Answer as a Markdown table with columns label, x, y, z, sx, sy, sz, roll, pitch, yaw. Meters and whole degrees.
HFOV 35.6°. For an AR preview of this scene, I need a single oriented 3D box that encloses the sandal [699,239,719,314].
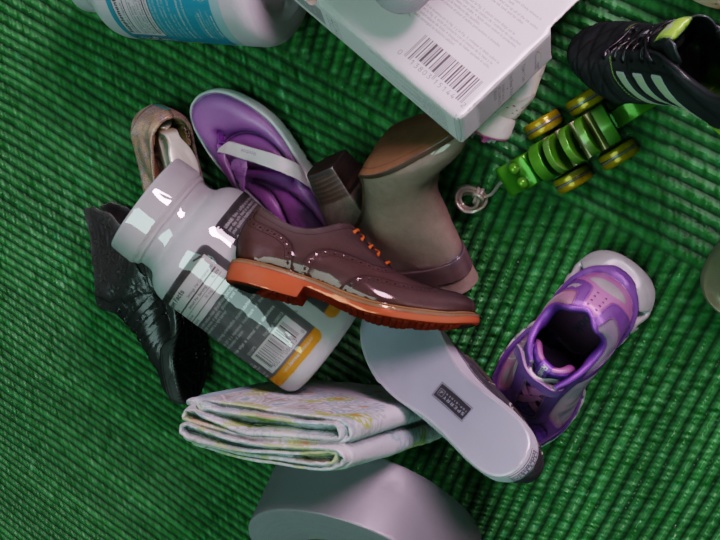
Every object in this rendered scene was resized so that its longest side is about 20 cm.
| label | x | y | z | sx | sy | sz | roll | pitch | yaw |
| --- | --- | --- | --- | --- | --- | --- | --- | --- | --- |
| sandal | 0.288 | -0.027 | 0.759 | 0.080 | 0.057 | 0.201 | 37 | 139 | 21 |

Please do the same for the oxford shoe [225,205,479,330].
| label | x | y | z | sx | sy | sz | roll | pitch | yaw |
| --- | --- | --- | --- | --- | --- | --- | --- | --- | --- |
| oxford shoe | 0.000 | 0.000 | 0.872 | 0.200 | 0.071 | 0.073 | 14 | 80 | -3 |

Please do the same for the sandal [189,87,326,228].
| label | x | y | z | sx | sy | sz | roll | pitch | yaw |
| --- | --- | --- | --- | --- | --- | --- | --- | --- | --- |
| sandal | -0.082 | -0.079 | 0.989 | 0.203 | 0.050 | 0.082 | 48 | 125 | 3 |

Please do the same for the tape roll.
| label | x | y | z | sx | sy | sz | roll | pitch | yaw |
| --- | --- | --- | --- | --- | --- | --- | --- | --- | --- |
| tape roll | 0.004 | 0.238 | 0.999 | 0.200 | 0.066 | 0.200 | 17 | 146 | 12 |

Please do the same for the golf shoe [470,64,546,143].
| label | x | y | z | sx | sy | sz | roll | pitch | yaw |
| --- | --- | --- | --- | --- | --- | --- | --- | --- | --- |
| golf shoe | 0.056 | -0.187 | 0.862 | 0.200 | 0.075 | 0.092 | 40 | 111 | 6 |

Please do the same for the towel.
| label | x | y | z | sx | sy | sz | roll | pitch | yaw |
| --- | --- | --- | --- | --- | --- | --- | --- | --- | --- |
| towel | -0.032 | 0.128 | 0.953 | 0.171 | 0.200 | 0.048 | 4 | 94 | 31 |

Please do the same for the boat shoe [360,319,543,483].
| label | x | y | z | sx | sy | sz | roll | pitch | yaw |
| --- | --- | --- | --- | --- | --- | --- | --- | --- | --- |
| boat shoe | 0.076 | 0.098 | 0.908 | 0.070 | 0.066 | 0.200 | -49 | 55 | 0 |

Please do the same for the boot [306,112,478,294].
| label | x | y | z | sx | sy | sz | roll | pitch | yaw |
| --- | --- | --- | --- | --- | --- | --- | --- | --- | --- |
| boot | 0.048 | -0.041 | 0.897 | 0.200 | 0.070 | 0.146 | -9 | 125 | 53 |

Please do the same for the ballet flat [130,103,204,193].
| label | x | y | z | sx | sy | sz | roll | pitch | yaw |
| --- | --- | --- | --- | --- | --- | --- | --- | --- | --- |
| ballet flat | -0.164 | -0.054 | 1.032 | 0.067 | 0.068 | 0.200 | 4 | 113 | 53 |

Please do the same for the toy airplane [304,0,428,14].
| label | x | y | z | sx | sy | sz | roll | pitch | yaw |
| --- | --- | --- | --- | --- | --- | --- | --- | --- | --- |
| toy airplane | 0.029 | -0.231 | 0.716 | 0.200 | 0.199 | 0.141 | 5 | 121 | 22 |

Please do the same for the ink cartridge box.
| label | x | y | z | sx | sy | sz | roll | pitch | yaw |
| --- | --- | --- | --- | --- | --- | --- | --- | --- | --- |
| ink cartridge box | 0.063 | -0.218 | 0.810 | 0.176 | 0.045 | 0.200 | -44 | 70 | -6 |

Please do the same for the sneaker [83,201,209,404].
| label | x | y | z | sx | sy | sz | roll | pitch | yaw |
| --- | --- | --- | --- | --- | --- | --- | --- | --- | --- |
| sneaker | -0.215 | 0.032 | 1.111 | 0.104 | 0.060 | 0.200 | 1 | 104 | 29 |

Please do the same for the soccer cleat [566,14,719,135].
| label | x | y | z | sx | sy | sz | roll | pitch | yaw |
| --- | --- | --- | --- | --- | --- | --- | --- | --- | --- |
| soccer cleat | 0.206 | -0.140 | 0.741 | 0.200 | 0.068 | 0.081 | 38 | 171 | 49 |

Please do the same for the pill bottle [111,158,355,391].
| label | x | y | z | sx | sy | sz | roll | pitch | yaw |
| --- | --- | --- | --- | --- | --- | --- | --- | --- | --- |
| pill bottle | -0.103 | 0.002 | 0.954 | 0.200 | 0.116 | 0.116 | 38 | 125 | -4 |

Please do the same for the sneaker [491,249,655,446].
| label | x | y | z | sx | sy | sz | roll | pitch | yaw |
| --- | --- | --- | --- | --- | --- | --- | --- | --- | --- |
| sneaker | 0.150 | 0.076 | 0.890 | 0.080 | 0.088 | 0.200 | 36 | 124 | 12 |

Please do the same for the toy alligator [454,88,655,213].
| label | x | y | z | sx | sy | sz | roll | pitch | yaw |
| --- | --- | --- | --- | --- | --- | --- | --- | --- | --- |
| toy alligator | 0.140 | -0.084 | 0.853 | 0.200 | 0.054 | 0.059 | -29 | 92 | 35 |

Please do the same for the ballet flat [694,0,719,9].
| label | x | y | z | sx | sy | sz | roll | pitch | yaw |
| --- | --- | --- | --- | --- | --- | --- | --- | --- | --- |
| ballet flat | 0.190 | -0.254 | 0.754 | 0.200 | 0.057 | 0.066 | 52 | 126 | 4 |

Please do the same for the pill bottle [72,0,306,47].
| label | x | y | z | sx | sy | sz | roll | pitch | yaw |
| --- | --- | --- | --- | --- | --- | --- | --- | --- | --- |
| pill bottle | -0.148 | -0.245 | 0.928 | 0.200 | 0.111 | 0.111 | 10 | 114 | 28 |
